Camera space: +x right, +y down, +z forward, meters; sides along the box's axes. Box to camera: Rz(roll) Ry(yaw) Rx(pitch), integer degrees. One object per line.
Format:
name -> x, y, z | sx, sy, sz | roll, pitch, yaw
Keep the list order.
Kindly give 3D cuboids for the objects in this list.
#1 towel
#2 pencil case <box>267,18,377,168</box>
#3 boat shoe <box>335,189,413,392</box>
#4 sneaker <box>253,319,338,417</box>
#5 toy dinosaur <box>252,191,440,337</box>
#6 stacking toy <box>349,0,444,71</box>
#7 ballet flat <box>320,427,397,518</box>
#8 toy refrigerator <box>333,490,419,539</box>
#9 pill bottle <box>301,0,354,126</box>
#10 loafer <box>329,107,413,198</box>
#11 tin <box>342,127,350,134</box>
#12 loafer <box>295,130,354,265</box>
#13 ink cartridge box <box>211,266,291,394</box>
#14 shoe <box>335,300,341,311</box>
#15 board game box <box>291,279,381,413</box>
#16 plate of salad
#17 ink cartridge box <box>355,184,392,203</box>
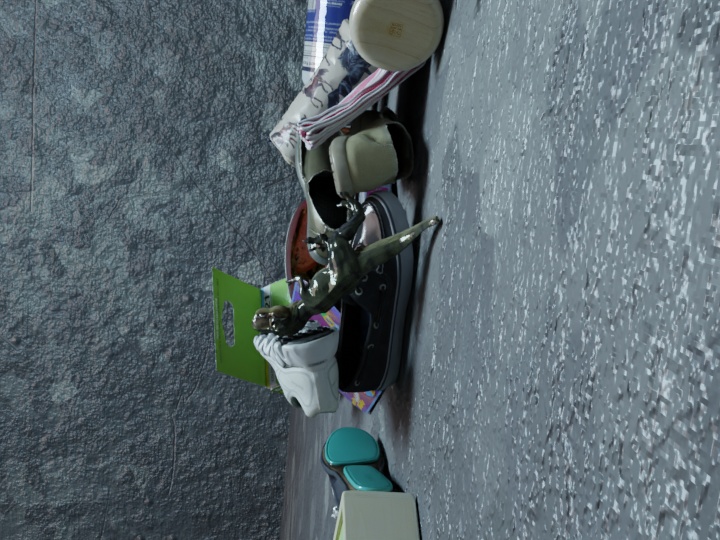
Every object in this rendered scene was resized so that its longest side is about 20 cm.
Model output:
towel -> -0.008, -0.186, 0.854 | 0.030, 0.146, 0.200 | 53, -178, -12
pencil case -> -0.041, -0.230, 1.055 | 0.201, 0.077, 0.090 | -54, 18, 14
boat shoe -> 0.002, 0.025, 0.771 | 0.070, 0.066, 0.203 | 27, 118, 48
sneaker -> -0.061, 0.096, 0.803 | 0.200, 0.074, 0.082 | -173, 69, -79
toy dinosaur -> -0.016, -0.014, 0.720 | 0.199, 0.047, 0.089 | -36, 48, 20
stacking toy -> 0.034, -0.274, 0.771 | 0.201, 0.084, 0.086 | -88, 7, -50
ballet flat -> -0.005, 0.218, 0.805 | 0.200, 0.072, 0.074 | -145, 60, -80
toy refrigerator -> 0.000, 0.285, 0.699 | 0.076, 0.069, 0.202 | -94, 11, -50
pill bottle -> -0.025, -0.312, 1.134 | 0.111, 0.109, 0.203 | -110, 26, -74
loafer -> 0.022, -0.120, 0.812 | 0.200, 0.067, 0.077 | -63, -33, -64
tin -> -0.029, -0.109, 1.172 | 0.112, 0.041, 0.203 | -24, -58, -65
loafer -> -0.035, -0.107, 0.964 | 0.070, 0.074, 0.203 | 115, 149, -60
ink cartridge box -> -0.102, 0.079, 1.061 | 0.199, 0.075, 0.150 | 29, -132, -52
shoe -> 0.000, 0.000, 0.894 | 0.201, 0.069, 0.054 | 119, 147, -52
board game box -> -0.045, 0.102, 0.928 | 0.158, 0.039, 0.200 | 50, 158, 13
plate of salad -> -0.039, 0.001, 1.066 | 0.200, 0.047, 0.203 | 27, -120, -59
ink cartridge box -> 0.012, -0.093, 0.977 | 0.120, 0.041, 0.202 | 100, 170, -45
